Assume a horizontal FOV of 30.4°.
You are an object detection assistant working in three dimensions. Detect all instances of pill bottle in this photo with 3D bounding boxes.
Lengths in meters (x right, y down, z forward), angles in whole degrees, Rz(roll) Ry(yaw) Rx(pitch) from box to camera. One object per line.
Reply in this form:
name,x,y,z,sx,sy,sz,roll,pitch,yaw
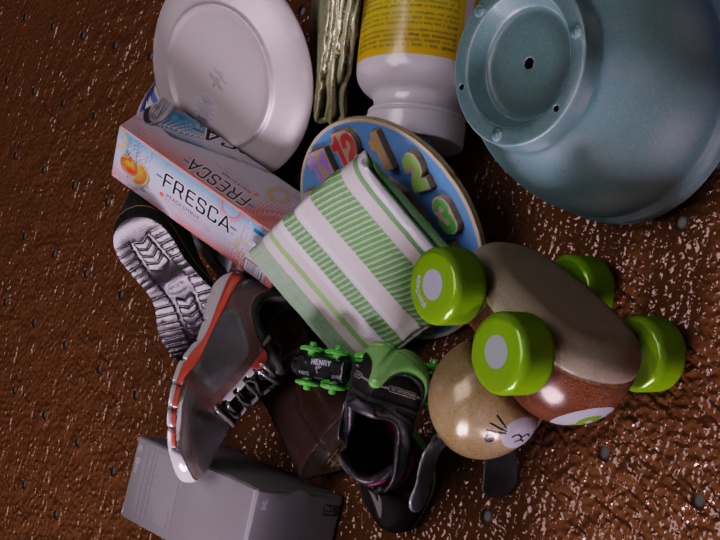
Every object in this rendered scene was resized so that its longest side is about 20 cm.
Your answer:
pill bottle,0.055,-0.204,1.124,0.112,0.112,0.203,-2,78,47

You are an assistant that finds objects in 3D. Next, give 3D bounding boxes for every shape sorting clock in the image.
shape sorting clock,0.022,-0.032,1.105,0.199,0.039,0.202,25,129,36

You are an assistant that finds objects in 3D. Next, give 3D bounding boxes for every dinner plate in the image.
dinner plate,-0.127,-0.182,1.236,0.198,0.024,0.203,15,114,35

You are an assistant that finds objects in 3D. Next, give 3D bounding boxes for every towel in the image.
towel,0.000,0.000,1.105,0.153,0.023,0.200,48,143,-2
towel,-0.021,-0.237,1.201,0.201,0.036,0.150,-95,12,-49

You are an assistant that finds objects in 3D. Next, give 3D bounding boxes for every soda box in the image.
soda box,-0.133,-0.073,1.229,0.199,0.068,0.064,35,134,13

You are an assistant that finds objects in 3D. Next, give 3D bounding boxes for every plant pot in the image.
plant pot,0.152,-0.139,0.948,0.199,0.133,0.203,-5,83,47

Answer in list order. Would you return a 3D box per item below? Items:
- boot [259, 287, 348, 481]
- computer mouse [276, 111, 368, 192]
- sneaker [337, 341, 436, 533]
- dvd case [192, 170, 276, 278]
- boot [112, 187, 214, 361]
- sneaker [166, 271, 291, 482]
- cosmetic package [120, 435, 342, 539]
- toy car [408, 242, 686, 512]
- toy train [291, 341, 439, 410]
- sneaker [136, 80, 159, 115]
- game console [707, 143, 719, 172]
boot,-0.085,0.139,1.234,0.187,0.064,0.200,-55,50,20
computer mouse,-0.032,-0.119,1.256,0.199,0.046,0.142,-25,60,49
sneaker,0.012,0.143,1.050,0.076,0.084,0.202,19,139,26
dvd case,-0.120,-0.103,1.326,0.146,0.022,0.202,45,121,58
boot,-0.177,-0.009,1.325,0.077,0.202,0.139,-17,33,5
sneaker,-0.112,0.093,1.177,0.081,0.077,0.202,8,65,15
cosmetic package,-0.121,0.216,1.218,0.199,0.106,0.091,17,92,50
toy car,0.107,0.097,0.965,0.158,0.163,0.202,48,124,43
toy train,0.028,0.090,1.103,0.198,0.056,0.042,5,85,38
sneaker,-0.164,-0.165,1.321,0.146,0.080,0.203,21,94,66
game console,0.262,-0.161,0.945,0.199,0.031,0.179,-11,72,47
